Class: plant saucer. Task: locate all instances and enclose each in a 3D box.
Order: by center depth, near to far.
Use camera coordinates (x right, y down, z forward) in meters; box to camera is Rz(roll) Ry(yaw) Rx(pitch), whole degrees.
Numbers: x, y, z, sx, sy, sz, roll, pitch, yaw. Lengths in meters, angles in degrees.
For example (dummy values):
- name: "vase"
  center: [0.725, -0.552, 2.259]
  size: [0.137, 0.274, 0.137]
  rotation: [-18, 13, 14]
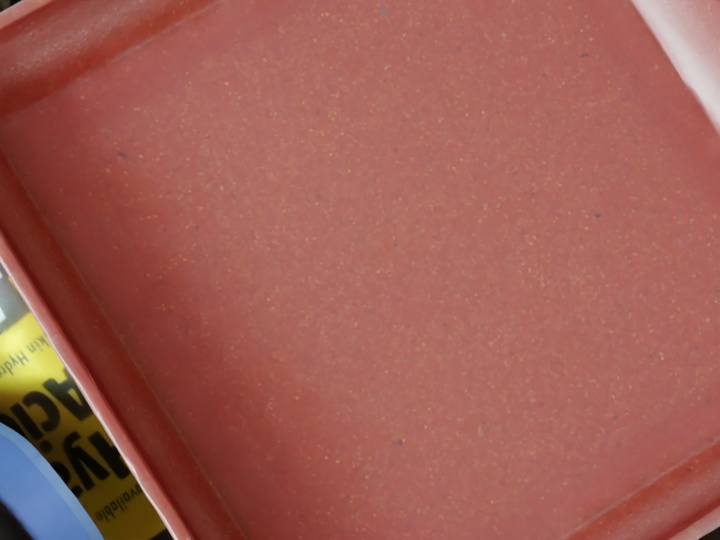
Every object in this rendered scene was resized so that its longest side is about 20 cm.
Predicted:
- name: "plant saucer"
  center: [0.019, -0.010, 0.690]
  size: [0.200, 0.037, 0.200]
  rotation: [-31, 82, -13]

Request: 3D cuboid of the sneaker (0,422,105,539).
- name: "sneaker"
  center: [-0.149, 0.073, 0.796]
  size: [0.200, 0.078, 0.070]
  rotation: [11, 136, 59]

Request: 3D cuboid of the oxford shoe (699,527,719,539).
- name: "oxford shoe"
  center: [0.086, 0.084, 0.728]
  size: [0.200, 0.073, 0.071]
  rotation: [34, 95, -14]

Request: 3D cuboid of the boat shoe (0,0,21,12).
- name: "boat shoe"
  center: [-0.131, -0.081, 0.843]
  size: [0.200, 0.072, 0.068]
  rotation: [139, 143, -68]

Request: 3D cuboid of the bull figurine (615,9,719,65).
- name: "bull figurine"
  center: [0.058, -0.088, 0.767]
  size: [0.121, 0.065, 0.200]
  rotation: [-13, 91, 27]

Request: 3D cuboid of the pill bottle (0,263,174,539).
- name: "pill bottle"
  center: [-0.049, 0.054, 0.828]
  size: [0.111, 0.111, 0.200]
  rotation: [-36, 95, 29]
